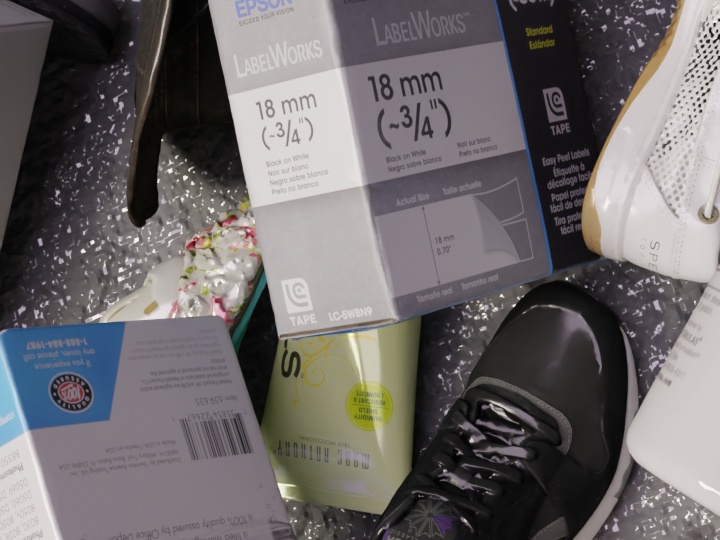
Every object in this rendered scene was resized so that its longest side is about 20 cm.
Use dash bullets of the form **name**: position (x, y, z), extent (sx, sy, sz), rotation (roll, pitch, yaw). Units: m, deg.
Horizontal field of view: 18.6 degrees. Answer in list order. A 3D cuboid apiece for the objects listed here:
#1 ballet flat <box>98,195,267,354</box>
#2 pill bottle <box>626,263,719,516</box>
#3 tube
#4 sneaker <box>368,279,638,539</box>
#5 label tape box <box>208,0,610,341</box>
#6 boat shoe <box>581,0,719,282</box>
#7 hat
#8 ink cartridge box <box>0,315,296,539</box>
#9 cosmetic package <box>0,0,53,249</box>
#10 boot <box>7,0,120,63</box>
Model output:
- **ballet flat**: position (-0.090, 0.053, 0.929), extent (0.064, 0.076, 0.200), rotation (21, 90, -9)
- **pill bottle**: position (0.192, 0.006, 0.800), extent (0.114, 0.114, 0.200), rotation (30, 94, 24)
- **tube**: position (0.000, 0.000, 0.918), extent (0.058, 0.052, 0.200), rotation (-177, 96, -67)
- **sneaker**: position (0.047, 0.098, 0.860), extent (0.076, 0.088, 0.200), rotation (22, 91, 24)
- **label tape box**: position (0.016, -0.086, 0.843), extent (0.063, 0.144, 0.200), rotation (-10, 93, 42)
- **boat shoe**: position (0.157, -0.087, 0.851), extent (0.069, 0.071, 0.200), rotation (23, 86, 21)
- **hat**: position (-0.051, -0.116, 0.911), extent (0.081, 0.201, 0.201), rotation (4, 82, -7)
- **ink cartridge box**: position (-0.081, 0.123, 0.819), extent (0.067, 0.116, 0.200), rotation (-30, 71, 39)
- **cosmetic package**: position (-0.218, -0.032, 0.962), extent (0.108, 0.085, 0.200), rotation (27, 111, 24)
- **boot**: position (-0.170, -0.193, 1.007), extent (0.200, 0.070, 0.132), rotation (33, 74, 4)
